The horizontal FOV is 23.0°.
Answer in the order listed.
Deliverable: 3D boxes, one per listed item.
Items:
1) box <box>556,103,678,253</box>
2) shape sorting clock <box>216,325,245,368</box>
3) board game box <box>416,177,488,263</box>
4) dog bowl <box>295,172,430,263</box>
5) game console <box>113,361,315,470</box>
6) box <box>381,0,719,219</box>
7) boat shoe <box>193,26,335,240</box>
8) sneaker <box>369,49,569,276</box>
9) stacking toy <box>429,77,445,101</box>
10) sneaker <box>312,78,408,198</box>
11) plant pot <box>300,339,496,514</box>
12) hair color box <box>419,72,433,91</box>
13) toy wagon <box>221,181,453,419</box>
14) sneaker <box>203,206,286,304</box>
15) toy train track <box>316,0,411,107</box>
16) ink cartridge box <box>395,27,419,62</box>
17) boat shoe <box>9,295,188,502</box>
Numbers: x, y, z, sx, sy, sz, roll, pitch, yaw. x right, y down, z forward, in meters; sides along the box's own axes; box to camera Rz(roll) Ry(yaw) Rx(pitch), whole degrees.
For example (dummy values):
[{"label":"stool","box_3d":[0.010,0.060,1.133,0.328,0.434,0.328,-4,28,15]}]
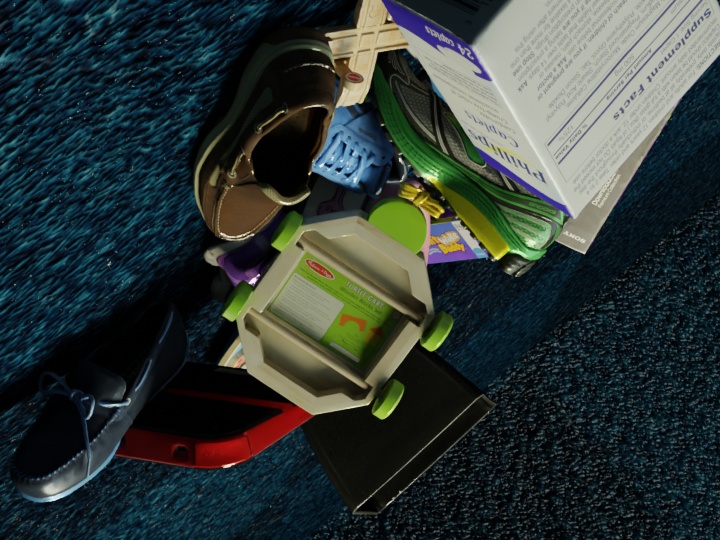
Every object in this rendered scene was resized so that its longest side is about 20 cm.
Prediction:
[{"label":"box","box_3d":[0.234,-0.127,1.521,0.200,0.036,0.143,-61,-177,37]},{"label":"shape sorting clock","box_3d":[-0.069,0.043,1.734,0.200,0.039,0.200,-40,168,-10]},{"label":"board game box","box_3d":[0.117,-0.090,1.601,0.134,0.045,0.200,-7,-142,54]},{"label":"dog bowl","box_3d":[0.000,0.000,1.479,0.200,0.074,0.201,11,90,-73]},{"label":"game console","box_3d":[-0.141,0.118,1.484,0.177,0.199,0.031,-23,114,-56]},{"label":"box","box_3d":[0.139,-0.174,1.218,0.184,0.105,0.200,-48,137,-9]},{"label":"boat shoe","box_3d":[-0.066,-0.074,1.210,0.074,0.075,0.203,-5,147,-21]},{"label":"sneaker","box_3d":[0.083,-0.095,1.350,0.085,0.200,0.078,-43,178,12]},{"label":"stacking toy","box_3d":[0.161,-0.184,1.423,0.200,0.110,0.116,-37,124,-23]},{"label":"sneaker","box_3d":[-0.012,-0.096,1.343,0.066,0.078,0.200,-43,167,15]},{"label":"plant pot","box_3d":[0.021,0.155,2.081,0.199,0.177,0.200,-43,169,1]},{"label":"hair color box","box_3d":[0.144,-0.176,1.501,0.200,0.100,0.061,-42,167,-3]},{"label":"toy wagon","box_3d":[-0.005,0.016,1.370,0.200,0.155,0.040,-54,-171,13]},{"label":"sneaker","box_3d":[-0.074,0.002,1.466,0.081,0.083,0.200,-40,167,-13]},{"label":"toy train track","box_3d":[0.045,-0.163,1.242,0.200,0.033,0.115,-14,136,-31]},{"label":"ink cartridge box","box_3d":[0.098,-0.239,1.291,0.200,0.037,0.095,-41,167,4]},{"label":"boat shoe","box_3d":[-0.213,0.093,1.395,0.069,0.084,0.200,87,27,-45]}]
